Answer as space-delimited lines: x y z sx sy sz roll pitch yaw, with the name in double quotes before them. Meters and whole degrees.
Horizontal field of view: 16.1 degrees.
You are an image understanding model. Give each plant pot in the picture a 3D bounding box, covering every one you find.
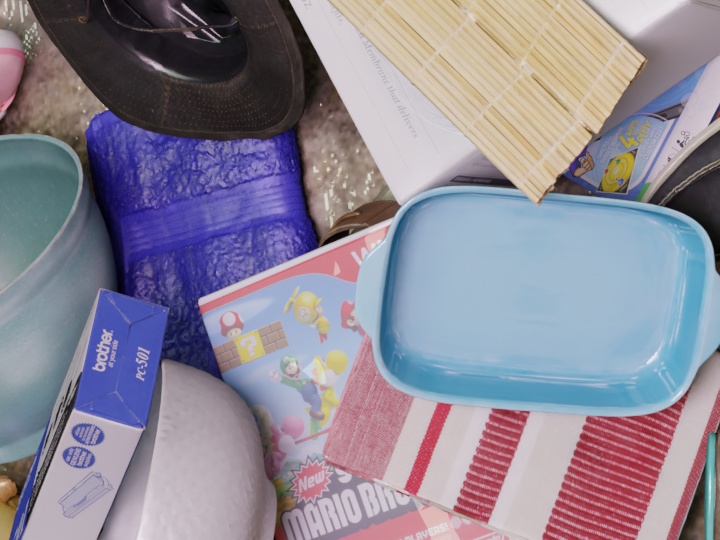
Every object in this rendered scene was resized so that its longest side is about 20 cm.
"plant pot" -0.228 0.032 1.543 0.200 0.200 0.134 -8 127 29

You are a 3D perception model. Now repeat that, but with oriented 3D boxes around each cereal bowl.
"cereal bowl" -0.098 0.154 1.414 0.083 0.200 0.200 14 98 -10

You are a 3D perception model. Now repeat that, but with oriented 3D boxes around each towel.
"towel" 0.093 0.075 1.393 0.200 0.023 0.144 23 77 -3
"towel" -0.096 -0.015 1.558 0.148 0.050 0.200 -16 82 29

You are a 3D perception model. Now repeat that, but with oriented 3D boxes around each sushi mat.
"sushi mat" 0.054 -0.133 1.316 0.200 0.012 0.096 46 109 21

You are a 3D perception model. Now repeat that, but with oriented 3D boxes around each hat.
"hat" -0.105 -0.167 1.481 0.200 0.201 0.081 5 49 29

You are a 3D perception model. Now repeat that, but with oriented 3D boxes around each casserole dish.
"casserole dish" 0.095 0.013 1.356 0.200 0.039 0.121 5 106 -8

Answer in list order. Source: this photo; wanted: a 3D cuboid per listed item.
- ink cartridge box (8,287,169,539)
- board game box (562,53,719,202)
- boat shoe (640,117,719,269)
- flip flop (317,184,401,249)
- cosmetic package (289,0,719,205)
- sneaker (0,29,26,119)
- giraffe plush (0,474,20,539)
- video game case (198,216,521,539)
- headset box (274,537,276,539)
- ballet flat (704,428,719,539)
"ink cartridge box" -0.161 0.112 1.453 0.044 0.094 0.200 17 134 -9
"board game box" 0.162 -0.141 1.423 0.135 0.034 0.200 32 105 26
"boat shoe" 0.231 -0.055 1.351 0.200 0.068 0.072 -28 106 23
"flip flop" 0.000 0.000 1.479 0.200 0.058 0.081 -38 67 0
"cosmetic package" 0.077 -0.168 1.382 0.200 0.123 0.199 -35 73 24
"sneaker" -0.268 -0.062 1.638 0.200 0.075 0.105 -41 67 31
"giraffe plush" -0.270 0.194 1.607 0.200 0.173 0.162 31 83 36
"video game case" 0.000 0.085 1.436 0.143 0.017 0.200 -22 81 23
"headset box" -0.060 0.204 1.519 0.200 0.077 0.149 -6 86 30
"ballet flat" 0.209 0.185 1.385 0.075 0.068 0.200 10 101 7
